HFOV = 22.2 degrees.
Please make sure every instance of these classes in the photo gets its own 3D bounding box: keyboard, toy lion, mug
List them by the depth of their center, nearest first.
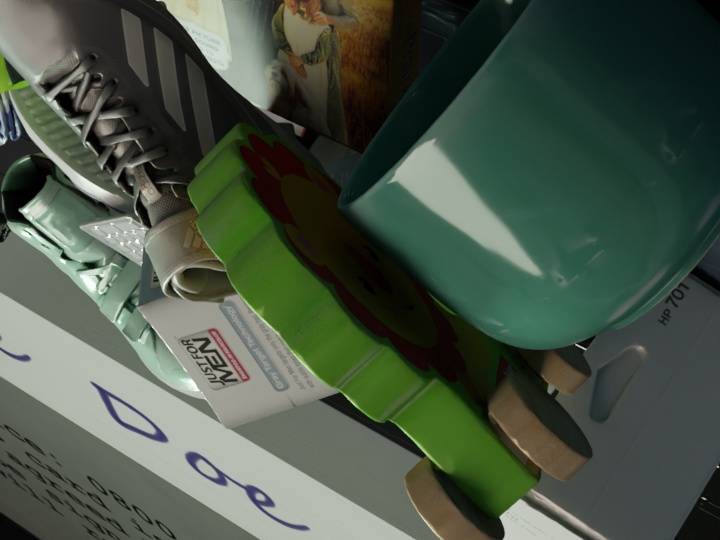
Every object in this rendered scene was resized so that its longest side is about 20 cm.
[{"bbox_3d":[0.081,-0.050,0.727,0.114,0.152,0.185,38,-165,-8],"label":"mug"},{"bbox_3d":[0.010,0.015,0.768,0.192,0.069,0.200,46,-166,-3],"label":"toy lion"},{"bbox_3d":[-0.061,0.022,0.997,0.199,0.011,0.056,34,163,-30],"label":"keyboard"}]

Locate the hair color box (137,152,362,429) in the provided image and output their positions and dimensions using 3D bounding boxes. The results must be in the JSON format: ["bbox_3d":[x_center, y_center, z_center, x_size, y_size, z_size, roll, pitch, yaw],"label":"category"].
[{"bbox_3d":[0.000,0.000,0.911,0.198,0.061,0.099,-19,130,15],"label":"hair color box"}]

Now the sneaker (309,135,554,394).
[{"bbox_3d":[0.051,0.004,0.995,0.200,0.071,0.080,49,155,-24],"label":"sneaker"}]

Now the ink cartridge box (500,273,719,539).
[{"bbox_3d":[0.131,0.103,0.951,0.086,0.147,0.200,33,160,9],"label":"ink cartridge box"}]

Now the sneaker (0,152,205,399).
[{"bbox_3d":[-0.147,0.001,1.096,0.200,0.074,0.118,40,-175,42],"label":"sneaker"}]

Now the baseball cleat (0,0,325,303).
[{"bbox_3d":[-0.090,-0.056,0.796,0.199,0.107,0.070,34,134,-26],"label":"baseball cleat"}]

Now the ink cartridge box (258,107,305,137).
[{"bbox_3d":[-0.087,-0.161,0.907,0.199,0.050,0.109,37,159,1],"label":"ink cartridge box"}]

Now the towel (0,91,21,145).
[{"bbox_3d":[-0.212,-0.175,0.998,0.200,0.024,0.148,97,164,-65],"label":"towel"}]

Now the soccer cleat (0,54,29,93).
[{"bbox_3d":[-0.143,-0.149,0.854,0.200,0.081,0.068,-44,63,52],"label":"soccer cleat"}]

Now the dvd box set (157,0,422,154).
[{"bbox_3d":[-0.039,-0.151,0.785,0.145,0.029,0.201,26,142,19],"label":"dvd box set"}]

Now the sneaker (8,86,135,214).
[{"bbox_3d":[-0.113,-0.043,1.013,0.200,0.073,0.114,39,162,1],"label":"sneaker"}]
